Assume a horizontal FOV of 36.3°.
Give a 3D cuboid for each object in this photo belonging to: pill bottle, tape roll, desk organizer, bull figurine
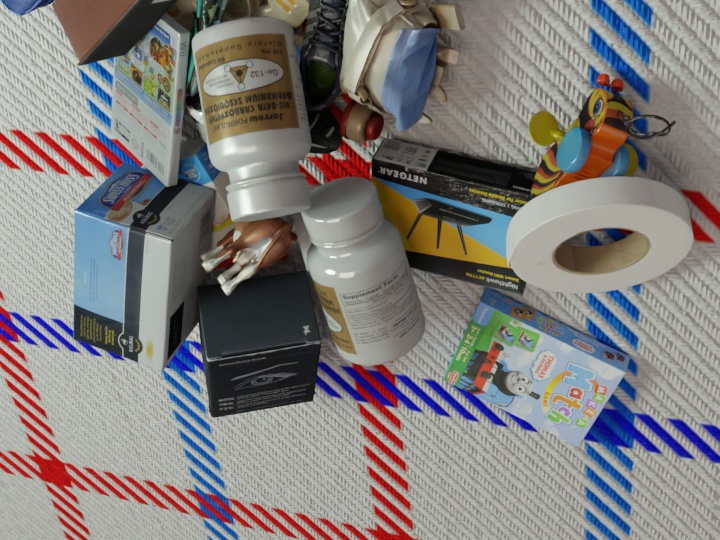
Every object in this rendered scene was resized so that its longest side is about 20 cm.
[{"bbox_3d":[-0.112,-0.160,1.185,0.113,0.114,0.203,-10,88,31],"label":"pill bottle"},{"bbox_3d":[0.259,-0.035,1.196,0.200,0.038,0.203,-1,153,-1],"label":"tape roll"},{"bbox_3d":[0.000,0.000,1.283,0.113,0.115,0.202,0,126,25],"label":"pill bottle"},{"bbox_3d":[-0.258,-0.312,1.209,0.199,0.071,0.078,-28,89,46],"label":"desk organizer"},{"bbox_3d":[-0.129,-0.032,1.309,0.121,0.200,0.065,-39,96,-4],"label":"bull figurine"}]

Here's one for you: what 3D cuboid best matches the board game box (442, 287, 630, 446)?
[{"bbox_3d":[0.221,0.125,1.402,0.198,0.037,0.152,25,131,5],"label":"board game box"}]

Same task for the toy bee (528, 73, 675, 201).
[{"bbox_3d":[0.253,-0.142,1.150,0.199,0.110,0.130,-20,141,40],"label":"toy bee"}]

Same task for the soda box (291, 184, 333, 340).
[{"bbox_3d":[-0.027,-0.007,1.400,0.063,0.068,0.202,2,125,23],"label":"soda box"}]

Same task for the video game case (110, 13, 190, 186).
[{"bbox_3d":[-0.256,-0.222,1.322,0.143,0.018,0.202,41,134,35],"label":"video game case"}]

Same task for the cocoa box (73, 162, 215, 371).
[{"bbox_3d":[-0.272,-0.006,1.368,0.130,0.134,0.202,17,125,9],"label":"cocoa box"}]

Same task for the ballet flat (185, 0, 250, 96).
[{"bbox_3d":[-0.160,-0.279,1.243,0.073,0.075,0.201,24,136,7],"label":"ballet flat"}]

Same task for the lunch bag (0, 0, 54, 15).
[{"bbox_3d":[-0.350,-0.388,1.221,0.199,0.133,0.136,-31,108,39],"label":"lunch bag"}]

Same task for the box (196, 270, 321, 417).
[{"bbox_3d":[-0.134,0.099,1.428,0.146,0.106,0.201,-8,152,-11],"label":"box"}]

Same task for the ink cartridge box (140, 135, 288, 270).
[{"bbox_3d":[-0.191,-0.069,1.430,0.115,0.067,0.201,-13,118,33],"label":"ink cartridge box"}]

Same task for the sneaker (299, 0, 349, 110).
[{"bbox_3d":[-0.029,-0.261,1.192,0.073,0.081,0.202,10,128,3],"label":"sneaker"}]

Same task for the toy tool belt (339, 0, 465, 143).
[{"bbox_3d":[0.044,-0.209,1.179,0.122,0.125,0.202,24,132,18],"label":"toy tool belt"}]

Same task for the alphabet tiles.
[{"bbox_3d":[-0.142,-0.278,1.284,0.195,0.015,0.200,41,131,-11],"label":"alphabet tiles"}]

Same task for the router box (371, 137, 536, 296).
[{"bbox_3d":[0.111,-0.063,1.300,0.197,0.051,0.151,14,132,16],"label":"router box"}]

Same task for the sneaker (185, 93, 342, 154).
[{"bbox_3d":[-0.111,-0.170,1.307,0.198,0.074,0.080,14,141,21],"label":"sneaker"}]
